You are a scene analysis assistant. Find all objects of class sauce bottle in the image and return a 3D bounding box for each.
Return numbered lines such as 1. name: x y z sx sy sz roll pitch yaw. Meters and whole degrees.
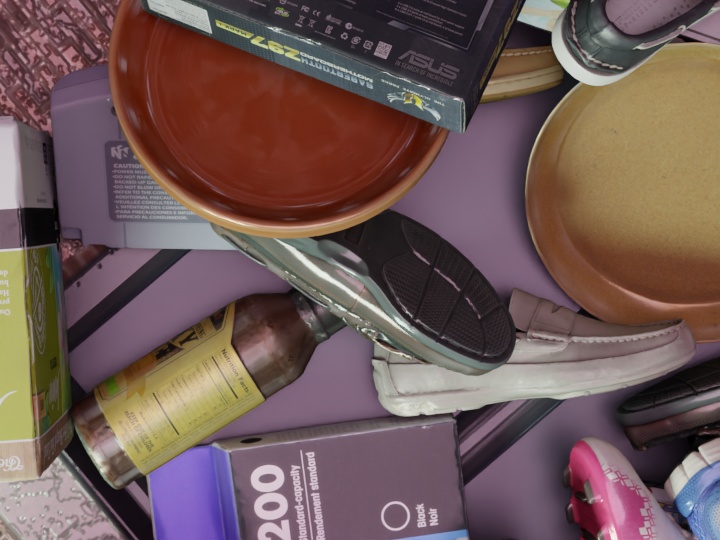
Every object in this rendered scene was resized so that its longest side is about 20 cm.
1. sauce bottle: -0.080 0.057 1.264 0.199 0.065 0.065 -31 92 -4

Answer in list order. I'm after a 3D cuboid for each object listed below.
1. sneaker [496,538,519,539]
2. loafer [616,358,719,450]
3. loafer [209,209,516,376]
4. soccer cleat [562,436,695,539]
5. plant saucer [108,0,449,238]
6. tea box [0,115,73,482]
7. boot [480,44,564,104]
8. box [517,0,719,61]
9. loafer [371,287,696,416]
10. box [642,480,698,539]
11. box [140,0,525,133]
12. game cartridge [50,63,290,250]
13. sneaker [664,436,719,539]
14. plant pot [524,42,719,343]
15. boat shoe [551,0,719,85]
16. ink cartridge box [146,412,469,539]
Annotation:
1. sneaker: 0.120 0.243 1.242 0.073 0.087 0.201 -28 101 -2
2. loafer: 0.259 0.078 1.271 0.199 0.072 0.063 -21 98 -4
3. loafer: 0.000 0.000 1.224 0.199 0.063 0.072 35 51 -7
4. soccer cleat: 0.186 0.185 1.242 0.086 0.070 0.201 -21 97 -11
5. plant saucer: -0.042 -0.113 1.166 0.198 0.032 0.202 1 72 -4
6. tea box: -0.243 0.017 1.186 0.132 0.200 0.199 -3 93 -3
7. boot: 0.025 -0.177 1.262 0.198 0.073 0.157 -1 90 0
8. box: 0.130 -0.204 1.236 0.199 0.060 0.118 18 73 -16
9. loafer: 0.105 0.045 1.267 0.198 0.070 0.070 -7 91 0
10. box: 0.201 0.237 1.291 0.136 0.040 0.202 10 90 -2
11. box: -0.003 -0.184 1.140 0.199 0.051 0.159 21 73 9
12. game cartridge: -0.083 -0.069 1.235 0.198 0.134 0.041 1 49 -3
13. sneaker: 0.283 0.141 1.243 0.198 0.079 0.090 -9 61 -19
14. plant pot: 0.200 -0.049 1.256 0.198 0.028 0.201 4 119 7
15. boat shoe: 0.193 -0.180 1.187 0.076 0.060 0.200 44 67 -2
16. ink cartridge box: -0.027 0.198 1.279 0.198 0.043 0.200 -8 92 -1
